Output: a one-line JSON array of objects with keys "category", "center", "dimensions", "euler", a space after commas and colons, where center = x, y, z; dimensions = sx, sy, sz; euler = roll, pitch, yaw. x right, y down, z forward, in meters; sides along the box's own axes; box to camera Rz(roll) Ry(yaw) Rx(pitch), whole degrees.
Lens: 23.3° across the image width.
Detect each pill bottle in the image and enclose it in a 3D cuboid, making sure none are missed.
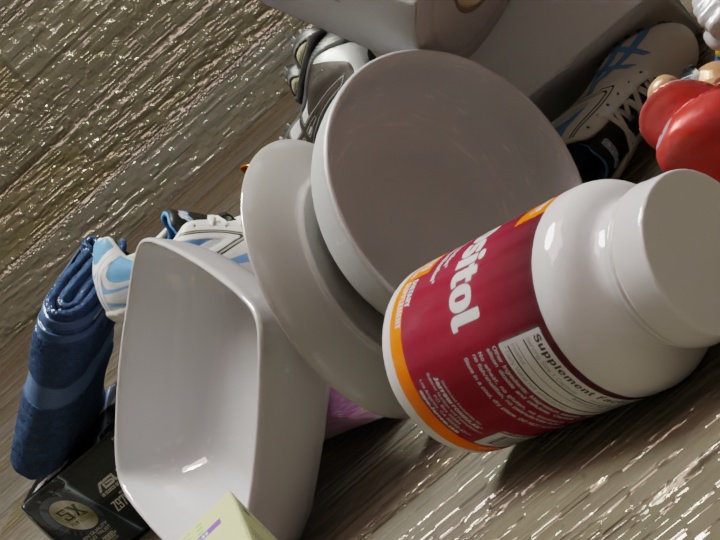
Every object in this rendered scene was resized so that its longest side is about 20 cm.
[{"category": "pill bottle", "center": [0.109, 0.020, 0.912], "dimensions": [0.200, 0.113, 0.113], "euler": [-28, 18, 50]}]

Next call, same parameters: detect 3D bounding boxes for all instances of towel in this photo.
[{"category": "towel", "center": [-0.231, 0.073, 1.396], "dimensions": [0.112, 0.048, 0.200], "euler": [-63, -4, -47]}]

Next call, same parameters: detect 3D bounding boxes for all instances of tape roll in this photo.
[{"category": "tape roll", "center": [0.029, -0.248, 1.180], "dimensions": [0.203, 0.139, 0.203], "euler": [-54, -21, -32]}]

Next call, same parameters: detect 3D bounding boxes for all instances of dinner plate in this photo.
[{"category": "dinner plate", "center": [0.000, 0.000, 1.126], "dimensions": [0.024, 0.200, 0.200], "euler": [-29, 17, 30]}]

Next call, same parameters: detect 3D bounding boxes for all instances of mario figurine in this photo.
[{"category": "mario figurine", "center": [0.220, -0.123, 1.053], "dimensions": [0.106, 0.124, 0.200], "euler": [-14, 25, 42]}]

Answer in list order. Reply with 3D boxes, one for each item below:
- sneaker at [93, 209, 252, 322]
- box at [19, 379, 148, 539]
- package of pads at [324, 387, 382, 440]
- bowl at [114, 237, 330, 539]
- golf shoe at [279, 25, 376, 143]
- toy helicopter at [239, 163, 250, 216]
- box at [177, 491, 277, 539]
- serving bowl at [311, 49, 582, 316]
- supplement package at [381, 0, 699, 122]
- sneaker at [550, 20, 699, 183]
[{"category": "sneaker", "center": [-0.105, -0.019, 1.324], "dimensions": [0.200, 0.073, 0.072], "euler": [-18, 13, -22]}, {"category": "box", "center": [-0.175, 0.138, 1.496], "dimensions": [0.200, 0.086, 0.164], "euler": [-39, 13, 19]}, {"category": "package of pads", "center": [-0.053, 0.068, 1.248], "dimensions": [0.076, 0.121, 0.200], "euler": [-12, -10, -36]}, {"category": "bowl", "center": [-0.087, 0.089, 1.154], "dimensions": [0.200, 0.075, 0.200], "euler": [30, 116, 54]}, {"category": "golf shoe", "center": [-0.015, -0.095, 1.352], "dimensions": [0.078, 0.095, 0.200], "euler": [-26, -36, -19]}, {"category": "toy helicopter", "center": [-0.048, -0.029, 1.540], "dimensions": [0.079, 0.133, 0.200], "euler": [-4, 1, 32]}, {"category": "box", "center": [-0.087, 0.225, 0.876], "dimensions": [0.176, 0.097, 0.200], "euler": [-43, 11, -3]}, {"category": "serving bowl", "center": [0.049, -0.039, 1.118], "dimensions": [0.066, 0.200, 0.200], "euler": [-37, 12, 50]}, {"category": "supplement package", "center": [0.131, -0.194, 1.353], "dimensions": [0.191, 0.147, 0.200], "euler": [-40, -13, 14]}, {"category": "sneaker", "center": [0.178, -0.100, 1.245], "dimensions": [0.200, 0.072, 0.072], "euler": [-45, 31, -14]}]
